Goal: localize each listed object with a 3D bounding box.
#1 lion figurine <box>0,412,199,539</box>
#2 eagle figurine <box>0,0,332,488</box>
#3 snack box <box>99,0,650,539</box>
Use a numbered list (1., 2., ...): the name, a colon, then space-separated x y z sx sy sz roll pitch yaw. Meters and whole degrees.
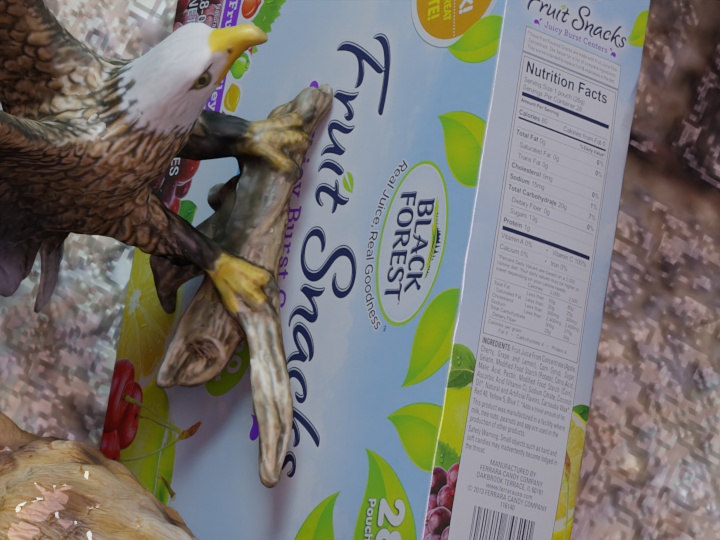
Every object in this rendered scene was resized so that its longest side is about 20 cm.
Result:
1. lion figurine: -0.130 0.074 0.917 0.122 0.200 0.073 34 78 -36
2. eagle figurine: -0.093 -0.047 0.853 0.200 0.152 0.151 24 112 -38
3. snack box: 0.000 0.000 0.942 0.067 0.168 0.201 17 77 -40
